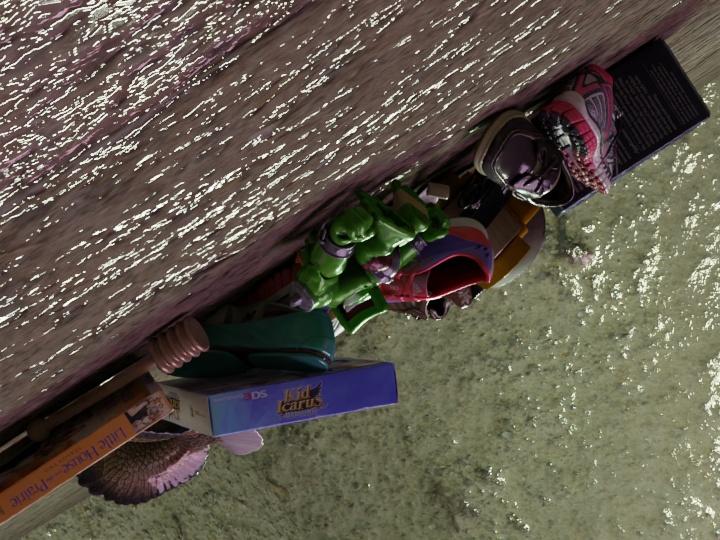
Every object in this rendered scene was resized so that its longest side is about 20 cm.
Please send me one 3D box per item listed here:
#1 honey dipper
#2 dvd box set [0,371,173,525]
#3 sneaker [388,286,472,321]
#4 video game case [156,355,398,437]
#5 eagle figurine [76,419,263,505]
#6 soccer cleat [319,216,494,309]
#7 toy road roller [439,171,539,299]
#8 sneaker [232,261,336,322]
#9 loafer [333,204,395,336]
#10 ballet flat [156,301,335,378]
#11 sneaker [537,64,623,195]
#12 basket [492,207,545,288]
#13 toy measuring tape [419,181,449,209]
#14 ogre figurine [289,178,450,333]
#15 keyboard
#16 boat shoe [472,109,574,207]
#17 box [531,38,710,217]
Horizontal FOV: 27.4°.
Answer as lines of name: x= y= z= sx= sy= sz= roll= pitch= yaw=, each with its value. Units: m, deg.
honey dipper: x=-0.231 y=0.106 z=1.380 sx=0.199 sy=0.038 sz=0.038 roll=-31 pitch=177 yaw=15
dvd box set: x=-0.278 y=0.164 z=1.414 sx=0.199 sy=0.030 sz=0.146 roll=-33 pitch=-165 yaw=-9
sneaker: x=0.060 y=0.030 z=1.680 sx=0.070 sy=0.076 sz=0.200 roll=-31 pitch=180 yaw=-25
video game case: x=-0.088 y=0.125 z=1.502 sx=0.199 sy=0.046 sz=0.181 roll=-8 pitch=-178 yaw=-23
eagle figurine: x=-0.225 y=0.178 z=1.659 sx=0.200 sy=0.152 sz=0.151 roll=-37 pitch=-161 yaw=-26
soccer cleat: x=0.033 y=0.004 z=1.438 sx=0.198 sy=0.069 sz=0.073 roll=-14 pitch=-144 yaw=1
toy road roller: x=0.144 y=-0.067 z=1.695 sx=0.146 sy=0.123 sz=0.200 roll=-47 pitch=180 yaw=-12
sneaker: x=-0.097 y=0.062 z=1.540 sx=0.200 sy=0.082 sz=0.078 roll=-35 pitch=175 yaw=40
loafer: x=0.000 y=0.000 z=1.539 sx=0.070 sy=0.070 sz=0.200 roll=-22 pitch=160 yaw=-48
ballet flat: x=-0.112 y=0.068 z=1.478 sx=0.199 sy=0.071 sz=0.067 roll=-4 pitch=149 yaw=24
sneaker: x=0.240 y=-0.140 z=1.527 sx=0.075 sy=0.080 sz=0.200 roll=-52 pitch=161 yaw=-7
basket: x=0.120 y=-0.027 z=1.892 sx=0.180 sy=0.137 sz=0.200 roll=-36 pitch=171 yaw=34
toy measuring tape: x=0.059 y=-0.043 z=1.536 sx=0.073 sy=0.074 sz=0.200 roll=-32 pitch=180 yaw=-10
ogre figurine: x=0.002 y=-0.013 z=1.332 sx=0.120 sy=0.098 sz=0.200 roll=-46 pitch=-177 yaw=19
keyboard: x=0.145 y=-0.108 z=1.544 sx=0.200 sy=0.040 sz=0.104 roll=-53 pitch=161 yaw=-2
boat shoe: x=0.169 y=-0.106 z=1.452 sx=0.073 sy=0.065 sz=0.200 roll=-58 pitch=158 yaw=9
box: x=0.285 y=-0.160 z=1.702 sx=0.199 sy=0.107 sz=0.148 roll=-33 pitch=177 yaw=5
